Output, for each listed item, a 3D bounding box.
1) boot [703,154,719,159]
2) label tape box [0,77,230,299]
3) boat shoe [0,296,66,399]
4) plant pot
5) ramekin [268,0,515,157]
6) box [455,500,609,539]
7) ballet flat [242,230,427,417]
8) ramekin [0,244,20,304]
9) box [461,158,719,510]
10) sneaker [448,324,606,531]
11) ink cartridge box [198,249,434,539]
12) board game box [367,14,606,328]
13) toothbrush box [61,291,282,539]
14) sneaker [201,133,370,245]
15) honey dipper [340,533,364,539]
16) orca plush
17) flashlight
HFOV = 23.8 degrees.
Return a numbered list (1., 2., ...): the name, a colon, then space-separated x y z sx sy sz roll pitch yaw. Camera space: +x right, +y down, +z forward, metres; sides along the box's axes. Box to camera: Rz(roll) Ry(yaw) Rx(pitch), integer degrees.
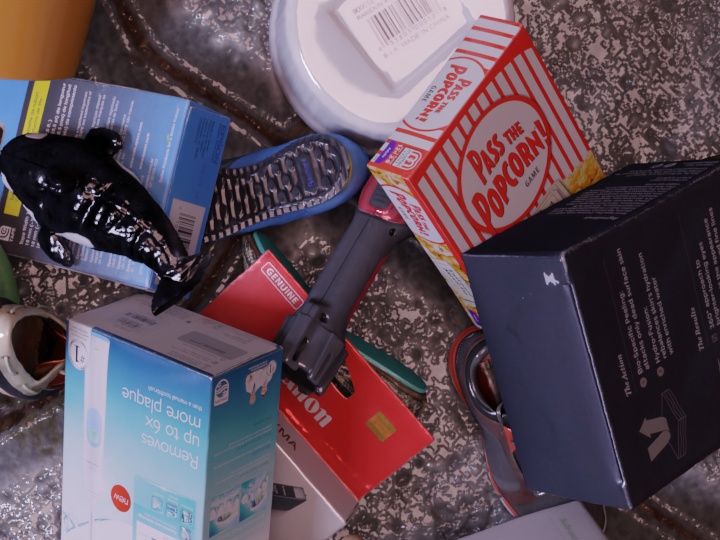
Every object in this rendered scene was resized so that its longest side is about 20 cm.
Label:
1. boot: 0.327 -0.004 1.370 0.096 0.075 0.202 -24 90 -1
2. label tape box: -0.211 -0.072 1.327 0.198 0.063 0.146 13 89 29
3. boat shoe: -0.244 0.057 1.267 0.062 0.200 0.072 3 79 16
4. plant pot: -0.269 -0.242 1.278 0.197 0.200 0.186 6 101 -4
5. ramekin: 0.028 -0.191 1.338 0.198 0.098 0.203 0 90 -4
6. box: 0.119 0.311 1.274 0.198 0.199 0.173 -18 110 -5
7. ballet flat: -0.037 0.060 1.354 0.200 0.068 0.075 42 103 -5
8. ramekin: -0.365 0.038 1.289 0.197 0.098 0.203 1 95 9
9. box: 0.203 0.042 1.283 0.199 0.117 0.199 -26 107 -34
10. sneaker: 0.131 0.138 1.352 0.077 0.082 0.201 -33 92 -3
11. ink cartridge box: -0.072 0.115 1.323 0.176 0.045 0.200 -41 93 24
12. board game box: 0.104 -0.067 1.296 0.152 0.046 0.200 -53 134 -17
13. toothbrush box: -0.142 0.137 1.260 0.145 0.085 0.202 20 115 32
14. sneaker: -0.086 -0.060 1.352 0.198 0.078 0.067 -13 85 16
15. honey dipper: -0.089 0.226 1.323 0.198 0.038 0.038 -12 91 19
16. orca plush: -0.205 -0.042 1.244 0.105 0.071 0.200 -47 65 15
17. flashlight: 0.000 0.000 1.290 0.067 0.068 0.201 34 72 -15
